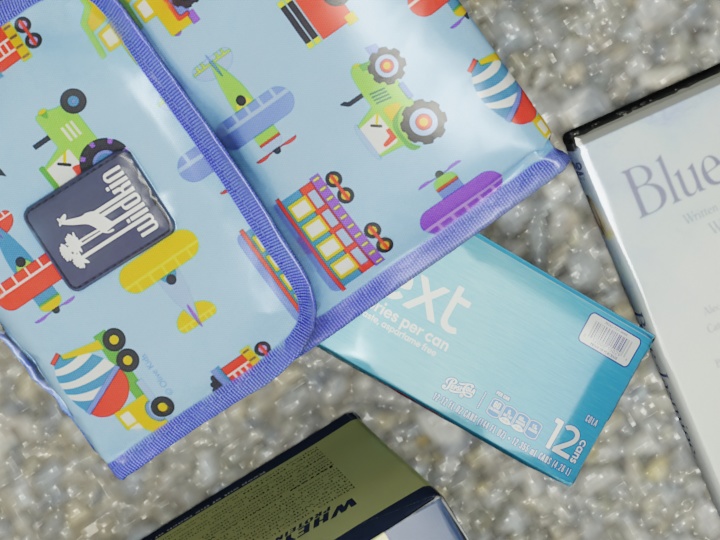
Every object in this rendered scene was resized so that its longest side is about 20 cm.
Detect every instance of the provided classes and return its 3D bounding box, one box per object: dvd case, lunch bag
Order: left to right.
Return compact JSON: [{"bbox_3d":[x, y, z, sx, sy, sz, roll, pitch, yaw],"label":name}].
[{"bbox_3d":[-0.057,-0.041,0.897,0.200,0.094,0.151,-36,98,4],"label":"lunch bag"},{"bbox_3d":[0.178,0.011,1.031,0.142,0.018,0.200,-24,97,-5],"label":"dvd case"}]

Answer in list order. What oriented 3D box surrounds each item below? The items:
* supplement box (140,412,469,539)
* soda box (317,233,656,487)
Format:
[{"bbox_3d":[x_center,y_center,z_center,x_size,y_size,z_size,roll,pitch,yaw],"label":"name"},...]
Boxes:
[{"bbox_3d":[-0.038,0.166,0.917,0.200,0.200,0.134,-32,98,-5],"label":"supplement box"},{"bbox_3d":[0.000,0.000,0.976,0.200,0.068,0.064,31,87,-10],"label":"soda box"}]
